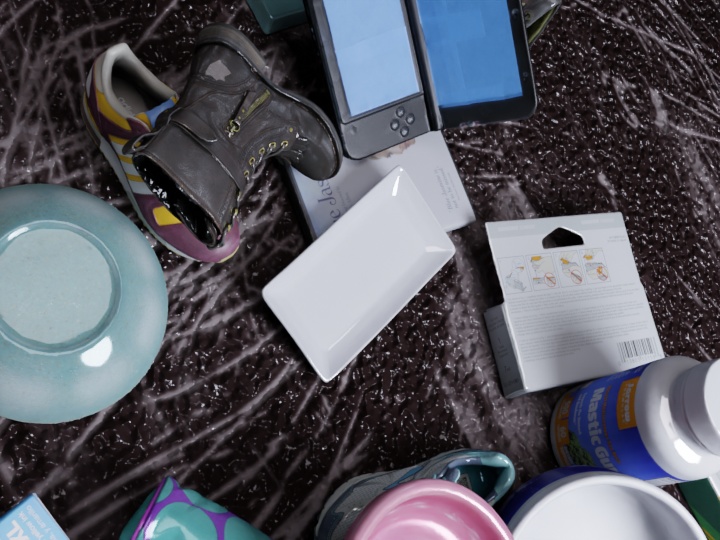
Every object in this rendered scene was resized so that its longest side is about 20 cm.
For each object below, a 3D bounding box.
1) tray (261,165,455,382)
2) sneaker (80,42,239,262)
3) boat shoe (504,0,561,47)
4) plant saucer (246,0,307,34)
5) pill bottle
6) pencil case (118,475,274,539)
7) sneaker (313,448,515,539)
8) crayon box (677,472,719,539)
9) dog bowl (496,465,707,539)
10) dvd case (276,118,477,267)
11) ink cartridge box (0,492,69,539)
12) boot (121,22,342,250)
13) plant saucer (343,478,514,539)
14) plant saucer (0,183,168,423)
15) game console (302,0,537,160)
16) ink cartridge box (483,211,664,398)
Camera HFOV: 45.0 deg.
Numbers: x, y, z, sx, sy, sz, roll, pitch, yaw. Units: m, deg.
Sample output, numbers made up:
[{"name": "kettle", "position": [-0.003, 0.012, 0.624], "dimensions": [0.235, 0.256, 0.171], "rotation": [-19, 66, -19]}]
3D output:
[{"name": "tray", "position": [0.000, 0.000, 0.824], "dimensions": [0.200, 0.022, 0.108], "rotation": [-43, 108, -27]}, {"name": "sneaker", "position": [-0.169, -0.097, 0.749], "dimensions": [0.075, 0.090, 0.201], "rotation": [-40, 92, -32]}, {"name": "boat shoe", "position": [0.139, -0.221, 0.883], "dimensions": [0.071, 0.202, 0.067], "rotation": [-23, 69, -29]}, {"name": "plant saucer", "position": [-0.116, -0.345, 0.909], "dimensions": [0.069, 0.019, 0.202], "rotation": [-26, 84, -32]}, {"name": "pill bottle", "position": [0.281, 0.145, 0.826], "dimensions": [0.110, 0.200, 0.114], "rotation": [9, 67, -23]}, {"name": "pencil case", "position": [-0.096, 0.247, 0.666], "dimensions": [0.199, 0.085, 0.093], "rotation": [37, 47, -10]}, {"name": "sneaker", "position": [0.050, 0.199, 0.756], "dimensions": [0.197, 0.086, 0.079], "rotation": [-19, 80, -31]}, {"name": "crayon box", "position": [0.436, 0.271, 0.948], "dimensions": [0.124, 0.051, 0.202], "rotation": [-25, 84, -31]}, {"name": "dog bowl", "position": [0.206, 0.278, 0.768], "dimensions": [0.196, 0.079, 0.204], "rotation": [0, 86, -4]}, {"name": "dvd case", "position": [0.016, -0.093, 0.884], "dimensions": [0.197, 0.018, 0.145], "rotation": [-17, 81, -30]}, {"name": "ink cartridge box", "position": [-0.260, 0.262, 0.551], "dimensions": [0.199, 0.128, 0.126], "rotation": [-38, 91, -32]}, {"name": "boot", "position": [-0.103, -0.091, 0.737], "dimensions": [0.200, 0.068, 0.176], "rotation": [42, 48, -34]}, {"name": "plant saucer", "position": [0.049, 0.265, 0.663], "dimensions": [0.198, 0.051, 0.204], "rotation": [15, 65, -33]}, {"name": "plant saucer", "position": [-0.248, 0.018, 0.698], "dimensions": [0.198, 0.039, 0.205], "rotation": [10, 68, -25]}, {"name": "game console", "position": [0.054, -0.220, 0.819], "dimensions": [0.170, 0.118, 0.203], "rotation": [-24, 112, -25]}, {"name": "ink cartridge box", "position": [0.220, 0.032, 0.929], "dimensions": [0.197, 0.043, 0.177], "rotation": [-5, 74, -28]}]
